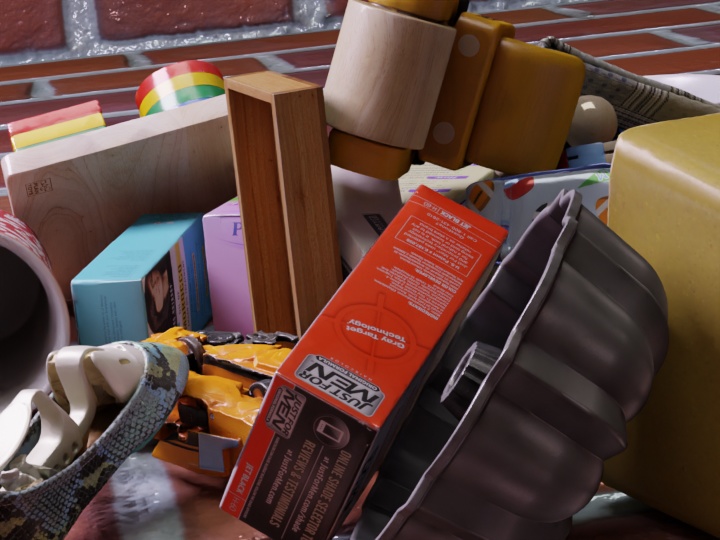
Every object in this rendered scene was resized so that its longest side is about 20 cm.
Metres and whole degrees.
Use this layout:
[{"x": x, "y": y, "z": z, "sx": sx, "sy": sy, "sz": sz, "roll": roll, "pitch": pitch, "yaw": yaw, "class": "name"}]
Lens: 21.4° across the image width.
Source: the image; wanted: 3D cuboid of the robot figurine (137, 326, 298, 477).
[{"x": -0.081, "y": 0.078, "z": 1.118, "sx": 0.144, "sy": 0.059, "sz": 0.199, "roll": -16, "pitch": 18, "yaw": -39, "class": "robot figurine"}]

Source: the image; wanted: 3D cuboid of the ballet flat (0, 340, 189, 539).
[{"x": -0.151, "y": 0.080, "z": 1.000, "sx": 0.074, "sy": 0.075, "sz": 0.200, "roll": 1, "pitch": 33, "yaw": 22, "class": "ballet flat"}]

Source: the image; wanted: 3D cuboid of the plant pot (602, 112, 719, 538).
[{"x": 0.254, "y": 0.036, "z": 0.919, "sx": 0.195, "sy": 0.195, "sz": 0.200, "roll": -12, "pitch": 25, "yaw": -27, "class": "plant pot"}]

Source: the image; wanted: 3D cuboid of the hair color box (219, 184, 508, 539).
[{"x": 0.005, "y": 0.049, "z": 1.000, "sx": 0.061, "sy": 0.102, "sz": 0.200, "roll": 28, "pitch": 36, "yaw": 6, "class": "hair color box"}]

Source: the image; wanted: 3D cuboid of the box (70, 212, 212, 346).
[{"x": -0.148, "y": 0.020, "z": 1.326, "sx": 0.049, "sy": 0.083, "sz": 0.200, "roll": -2, "pitch": 14, "yaw": 8, "class": "box"}]

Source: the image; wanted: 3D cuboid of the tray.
[{"x": -0.044, "y": -0.020, "z": 1.200, "sx": 0.037, "sy": 0.201, "sz": 0.099, "roll": -12, "pitch": 15, "yaw": -20, "class": "tray"}]

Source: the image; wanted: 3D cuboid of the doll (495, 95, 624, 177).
[{"x": 0.166, "y": -0.069, "z": 1.394, "sx": 0.135, "sy": 0.049, "sz": 0.200, "roll": -3, "pitch": -28, "yaw": 3, "class": "doll"}]

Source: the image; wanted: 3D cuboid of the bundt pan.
[{"x": 0.076, "y": 0.066, "z": 0.886, "sx": 0.076, "sy": 0.202, "sz": 0.202, "roll": 32, "pitch": 16, "yaw": -2, "class": "bundt pan"}]

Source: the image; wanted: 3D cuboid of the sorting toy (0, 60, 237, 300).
[{"x": -0.169, "y": -0.073, "z": 1.447, "sx": 0.198, "sy": 0.070, "sz": 0.200, "roll": -17, "pitch": -27, "yaw": -11, "class": "sorting toy"}]

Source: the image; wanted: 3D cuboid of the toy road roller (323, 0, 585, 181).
[{"x": 0.064, "y": -0.117, "z": 1.229, "sx": 0.145, "sy": 0.124, "sz": 0.200, "roll": 17, "pitch": 10, "yaw": 9, "class": "toy road roller"}]

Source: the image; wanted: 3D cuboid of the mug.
[{"x": -0.282, "y": 0.023, "z": 1.275, "sx": 0.176, "sy": 0.134, "sz": 0.200, "roll": -5, "pitch": 10, "yaw": -7, "class": "mug"}]

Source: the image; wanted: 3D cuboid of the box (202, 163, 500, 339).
[{"x": 0.007, "y": -0.018, "z": 1.395, "sx": 0.175, "sy": 0.097, "sz": 0.200, "roll": 0, "pitch": 14, "yaw": 19, "class": "box"}]

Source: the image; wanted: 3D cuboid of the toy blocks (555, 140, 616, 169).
[{"x": 0.207, "y": -0.043, "z": 1.327, "sx": 0.136, "sy": 0.101, "sz": 0.200, "roll": -9, "pitch": -21, "yaw": 7, "class": "toy blocks"}]

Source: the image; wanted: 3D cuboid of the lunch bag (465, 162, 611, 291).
[{"x": 0.169, "y": -0.006, "z": 1.241, "sx": 0.199, "sy": 0.076, "sz": 0.160, "roll": 1, "pitch": -22, "yaw": 17, "class": "lunch bag"}]

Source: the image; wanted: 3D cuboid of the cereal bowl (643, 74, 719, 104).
[{"x": 0.263, "y": -0.124, "z": 1.757, "sx": 0.199, "sy": 0.084, "sz": 0.200, "roll": -5, "pitch": 13, "yaw": 1, "class": "cereal bowl"}]

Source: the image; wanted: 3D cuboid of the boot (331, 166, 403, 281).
[{"x": 0.000, "y": 0.000, "z": 1.229, "sx": 0.072, "sy": 0.091, "sz": 0.200, "roll": -2, "pitch": 31, "yaw": -18, "class": "boot"}]

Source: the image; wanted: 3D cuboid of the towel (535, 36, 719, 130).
[{"x": 0.190, "y": -0.096, "z": 1.429, "sx": 0.199, "sy": 0.035, "sz": 0.193, "roll": 20, "pitch": -28, "yaw": -9, "class": "towel"}]
